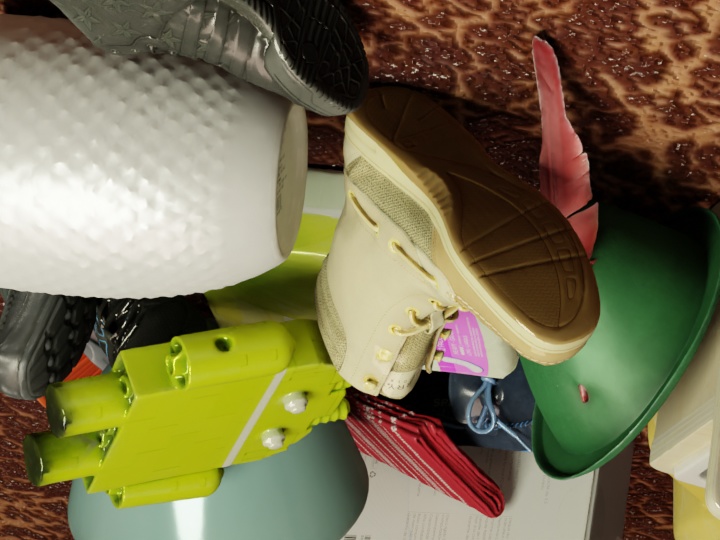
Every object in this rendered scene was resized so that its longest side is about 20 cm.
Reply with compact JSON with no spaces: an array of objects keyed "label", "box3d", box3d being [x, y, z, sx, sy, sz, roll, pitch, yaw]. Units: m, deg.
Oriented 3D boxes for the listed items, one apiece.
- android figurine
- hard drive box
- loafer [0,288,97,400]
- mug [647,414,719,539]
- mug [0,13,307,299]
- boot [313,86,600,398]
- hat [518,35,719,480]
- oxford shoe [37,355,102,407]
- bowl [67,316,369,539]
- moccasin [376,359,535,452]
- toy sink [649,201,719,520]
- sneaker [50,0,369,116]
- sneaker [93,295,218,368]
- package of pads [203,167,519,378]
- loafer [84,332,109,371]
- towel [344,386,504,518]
[{"label":"android figurine","box3d":[-0.089,0.081,1.407,0.199,0.041,0.182,-7,152,-27]},{"label":"hard drive box","box3d":[0.083,0.178,1.758,0.199,0.157,0.077,1,156,25]},{"label":"loafer","box3d":[-0.184,-0.001,1.417,0.070,0.201,0.068,7,131,7]},{"label":"mug","box3d":[0.245,0.118,1.549,0.186,0.154,0.149,16,157,-12]},{"label":"mug","box3d":[-0.117,-0.060,1.337,0.174,0.149,0.200,6,-172,9]},{"label":"boot","box3d":[0.045,0.017,1.320,0.073,0.200,0.156,-17,139,-34]},{"label":"hat","box3d":[0.090,-0.010,1.358,0.176,0.201,0.166,31,-176,-18]},{"label":"oxford shoe","box3d":[-0.211,0.064,1.736,0.073,0.071,0.201,41,159,39]},{"label":"bowl","box3d":[-0.096,0.103,1.578,0.199,0.201,0.106,5,122,15]},{"label":"moccasin","box3d":[0.083,0.086,1.639,0.068,0.081,0.200,24,153,-33]},{"label":"toy sink","box3d":[0.244,0.071,1.378,0.130,0.201,0.112,15,157,-12]},{"label":"sneaker","box3d":[-0.092,-0.136,1.235,0.104,0.060,0.200,-11,143,40]},{"label":"sneaker","box3d":[-0.145,0.027,1.513,0.082,0.073,0.200,38,-174,-27]},{"label":"package of pads","box3d":[0.000,0.000,1.494,0.199,0.069,0.155,7,156,11]},{"label":"loafer","box3d":[-0.190,0.009,1.625,0.200,0.063,0.072,43,179,-40]},{"label":"towel","box3d":[0.001,0.103,1.697,0.199,0.023,0.145,24,165,35]}]
